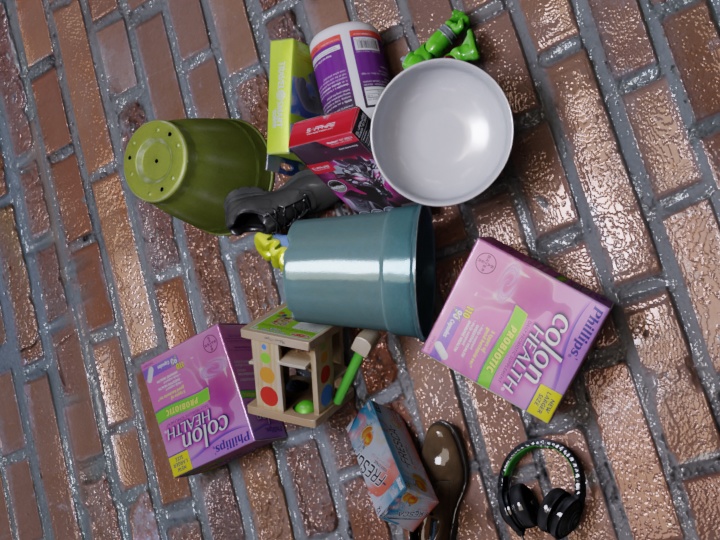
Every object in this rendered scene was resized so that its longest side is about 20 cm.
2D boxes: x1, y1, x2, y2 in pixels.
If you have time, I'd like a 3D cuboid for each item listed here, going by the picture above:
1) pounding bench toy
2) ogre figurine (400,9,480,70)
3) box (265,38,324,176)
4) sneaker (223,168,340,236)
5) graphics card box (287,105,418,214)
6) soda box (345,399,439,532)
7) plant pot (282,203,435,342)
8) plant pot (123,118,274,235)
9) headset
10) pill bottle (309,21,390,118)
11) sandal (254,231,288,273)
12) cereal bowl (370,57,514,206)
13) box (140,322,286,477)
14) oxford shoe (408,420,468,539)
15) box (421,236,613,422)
[{"bbox_3d":[-0.061,0.154,1.580,0.199,0.124,0.157,8,112,29],"label":"pounding bench toy"},{"bbox_3d":[0.128,-0.277,1.539,0.119,0.098,0.201,-19,90,15],"label":"ogre figurine"},{"bbox_3d":[-0.097,-0.251,1.647,0.047,0.122,0.202,1,87,28],"label":"box"},{"bbox_3d":[-0.120,-0.096,1.638,0.199,0.091,0.076,-17,124,10],"label":"sneaker"},{"bbox_3d":[0.002,-0.151,1.535,0.125,0.200,0.051,-8,54,38],"label":"graphics card box"},{"bbox_3d":[0.043,0.279,1.510,0.064,0.068,0.200,-51,30,16],"label":"soda box"},{"bbox_3d":[0.000,0.000,1.506,0.195,0.200,0.202,1,87,12],"label":"plant pot"},{"bbox_3d":[-0.276,-0.164,1.701,0.199,0.193,0.202,-2,86,29],"label":"plant pot"},{"bbox_3d":[0.254,0.338,1.458,0.123,0.094,0.201,-1,71,33],"label":"headset"},{"bbox_3d":[-0.006,-0.270,1.603,0.112,0.112,0.201,-17,79,27],"label":"pill bottle"},{"bbox_3d":[-0.075,-0.009,1.650,0.087,0.080,0.200,-40,77,-19],"label":"sandal"},{"bbox_3d":[0.112,-0.189,1.453,0.198,0.083,0.202,0,93,3],"label":"cereal bowl"},{"bbox_3d":[-0.242,0.212,1.714,0.175,0.097,0.201,-27,75,25],"label":"box"},{"bbox_3d":[0.108,0.320,1.520,0.072,0.084,0.202,1,86,31],"label":"oxford shoe"},{"bbox_3d":[0.215,0.078,1.434,0.199,0.097,0.177,29,101,12],"label":"box"}]
